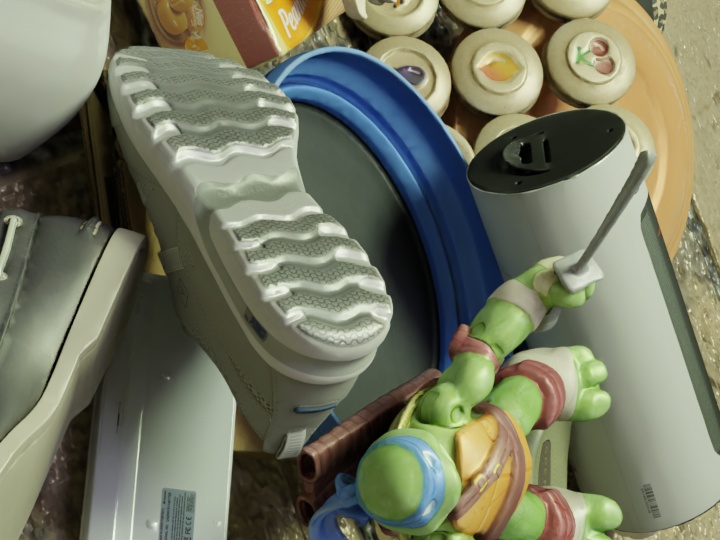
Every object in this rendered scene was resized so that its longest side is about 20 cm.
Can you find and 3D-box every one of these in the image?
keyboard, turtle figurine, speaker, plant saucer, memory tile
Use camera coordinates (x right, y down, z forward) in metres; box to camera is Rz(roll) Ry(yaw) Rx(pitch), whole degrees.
[{"bbox_3d":[-0.078,0.094,0.755,0.056,0.011,0.201,11,64,-18],"label":"keyboard"},{"bbox_3d":[0.089,0.075,0.798,0.144,0.200,0.194,54,11,12],"label":"turtle figurine"},{"bbox_3d":[0.118,0.025,0.960,0.200,0.081,0.081,68,30,-24],"label":"speaker"},{"bbox_3d":[0.122,-0.066,1.100,0.200,0.032,0.201,1,89,-41],"label":"plant saucer"},{"bbox_3d":[0.068,-0.127,1.039,0.153,0.017,0.201,-6,73,-12],"label":"memory tile"}]

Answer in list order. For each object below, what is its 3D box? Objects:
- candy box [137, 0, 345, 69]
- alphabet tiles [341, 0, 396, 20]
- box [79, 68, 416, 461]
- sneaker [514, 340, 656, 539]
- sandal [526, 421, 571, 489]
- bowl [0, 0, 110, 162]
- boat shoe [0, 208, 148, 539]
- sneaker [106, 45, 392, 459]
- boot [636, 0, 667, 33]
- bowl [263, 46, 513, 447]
[{"bbox_3d":[-0.047,-0.165,0.919,0.116,0.055,0.200,63,26,-10],"label":"candy box"},{"bbox_3d":[-0.009,-0.218,0.877,0.200,0.015,0.196,72,16,-50],"label":"alphabet tiles"},{"bbox_3d":[-0.043,0.005,0.884,0.200,0.021,0.164,10,66,-56],"label":"box"},{"bbox_3d":[0.106,0.064,1.055,0.105,0.076,0.201,-18,114,-18],"label":"sneaker"},{"bbox_3d":[0.094,0.158,0.938,0.080,0.057,0.202,-31,123,-67],"label":"sandal"},{"bbox_3d":[-0.165,-0.156,0.735,0.200,0.074,0.201,21,55,-52],"label":"bowl"},{"bbox_3d":[-0.138,0.053,0.698,0.063,0.073,0.200,21,48,4],"label":"boat shoe"},{"bbox_3d":[-0.058,-0.014,0.764,0.075,0.082,0.200,3,39,-28],"label":"sneaker"},{"bbox_3d":[0.123,-0.188,1.195,0.151,0.073,0.200,-47,117,-54],"label":"boot"},{"bbox_3d":[0.000,0.000,0.893,0.200,0.039,0.201,30,51,-46],"label":"bowl"}]
